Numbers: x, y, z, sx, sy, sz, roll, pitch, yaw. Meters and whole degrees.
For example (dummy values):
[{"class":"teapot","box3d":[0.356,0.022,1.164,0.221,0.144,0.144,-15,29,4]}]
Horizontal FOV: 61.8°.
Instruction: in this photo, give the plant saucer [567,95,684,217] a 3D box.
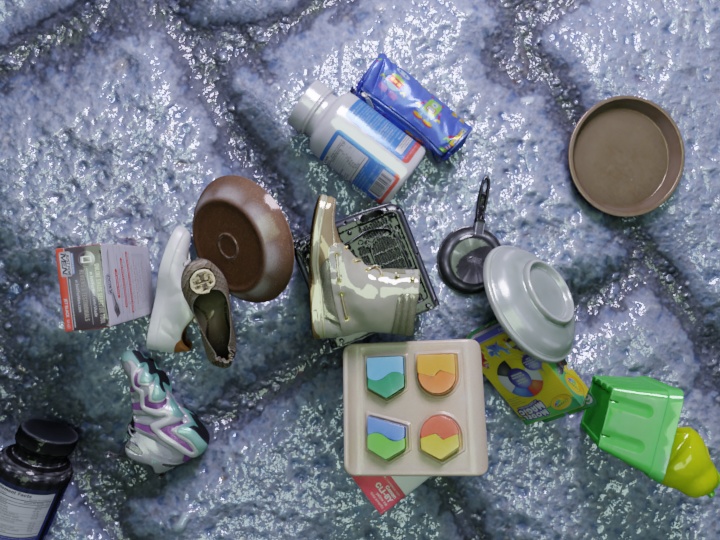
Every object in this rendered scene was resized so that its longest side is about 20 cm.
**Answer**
[{"class":"plant saucer","box3d":[0.438,-0.189,1.003,0.199,0.029,0.201,0,90,-4]}]

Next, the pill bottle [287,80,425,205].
[{"class":"pill bottle","box3d":[-0.008,-0.201,0.932,0.200,0.112,0.112,37,88,-4]}]

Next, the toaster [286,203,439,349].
[{"class":"toaster","box3d":[0.000,0.000,0.932,0.180,0.119,0.201,-22,92,-4]}]

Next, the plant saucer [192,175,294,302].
[{"class":"plant saucer","box3d":[-0.188,-0.040,0.901,0.200,0.037,0.201,13,115,31]}]

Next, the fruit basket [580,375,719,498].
[{"class":"fruit basket","box3d":[0.458,0.250,0.923,0.215,0.216,0.156,15,90,-4]}]

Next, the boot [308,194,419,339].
[{"class":"boot","box3d":[0.005,-0.005,0.838,0.154,0.072,0.201,0,96,-3]}]

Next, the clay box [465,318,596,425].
[{"class":"clay box","box3d":[0.268,0.164,0.956,0.200,0.115,0.048,50,44,-2]}]

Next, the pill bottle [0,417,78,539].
[{"class":"pill bottle","box3d":[-0.508,0.333,0.908,0.111,0.112,0.201,23,89,-4]}]

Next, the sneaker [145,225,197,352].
[{"class":"sneaker","box3d":[-0.275,0.032,0.943,0.084,0.073,0.201,12,101,-7]}]

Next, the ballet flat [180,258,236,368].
[{"class":"ballet flat","box3d":[-0.222,0.072,0.906,0.067,0.046,0.201,-16,127,-19]}]

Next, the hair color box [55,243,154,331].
[{"class":"hair color box","box3d":[-0.360,0.020,0.868,0.064,0.200,0.112,-6,91,-4]}]

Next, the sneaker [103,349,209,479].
[{"class":"sneaker","box3d":[-0.346,0.235,0.934,0.140,0.078,0.200,-35,92,-3]}]

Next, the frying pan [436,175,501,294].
[{"class":"frying pan","box3d":[0.204,-0.048,0.992,0.115,0.031,0.190,33,91,-5]}]

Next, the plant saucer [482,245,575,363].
[{"class":"plant saucer","box3d":[0.274,0.041,0.922,0.200,0.200,0.050,49,131,-3]}]

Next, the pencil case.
[{"class":"pencil case","box3d":[0.080,-0.253,0.952,0.200,0.078,0.087,38,59,-3]}]

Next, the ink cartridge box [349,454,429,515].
[{"class":"ink cartridge box","box3d":[0.080,0.258,0.927,0.200,0.145,0.084,-38,93,-2]}]

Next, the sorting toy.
[{"class":"sorting toy","box3d":[0.074,0.191,0.844,0.199,0.036,0.186,-3,76,6]}]
